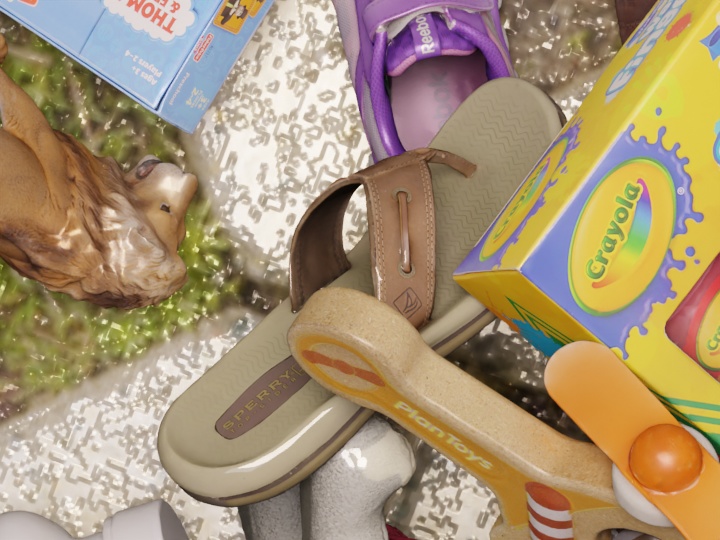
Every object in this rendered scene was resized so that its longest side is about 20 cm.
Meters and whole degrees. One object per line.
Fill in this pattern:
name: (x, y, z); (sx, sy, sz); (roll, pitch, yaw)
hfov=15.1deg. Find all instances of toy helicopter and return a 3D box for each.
toy helicopter: (0.065, 0.067, 0.902); (0.200, 0.132, 0.079); (34, 65, -6)

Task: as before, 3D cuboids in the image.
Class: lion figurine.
lion figurine: (-0.152, -0.042, 1.043); (0.072, 0.200, 0.123); (-46, 62, 23)

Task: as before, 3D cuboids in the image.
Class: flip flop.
flip flop: (0.000, 0.000, 0.972); (0.200, 0.081, 0.058); (-42, 129, -14)

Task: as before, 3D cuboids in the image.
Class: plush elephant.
plush elephant: (0.049, 0.144, 1.037); (0.154, 0.165, 0.201); (-5, 80, -15)

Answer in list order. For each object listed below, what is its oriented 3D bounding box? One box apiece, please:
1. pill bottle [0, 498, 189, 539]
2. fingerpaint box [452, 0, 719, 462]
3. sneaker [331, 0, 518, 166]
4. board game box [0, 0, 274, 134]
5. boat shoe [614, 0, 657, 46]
pill bottle: (-0.158, 0.161, 1.068); (0.200, 0.112, 0.112); (-20, 89, 4)
fingerpaint box: (0.160, -0.025, 0.953); (0.167, 0.073, 0.200); (40, 78, -12)
sneaker: (0.021, -0.106, 1.068); (0.080, 0.088, 0.201); (-16, 88, 5)
board game box: (-0.074, -0.177, 1.071); (0.151, 0.037, 0.200); (34, 92, 27)
boat shoe: (0.198, -0.117, 1.072); (0.199, 0.072, 0.072); (-7, 101, 5)
